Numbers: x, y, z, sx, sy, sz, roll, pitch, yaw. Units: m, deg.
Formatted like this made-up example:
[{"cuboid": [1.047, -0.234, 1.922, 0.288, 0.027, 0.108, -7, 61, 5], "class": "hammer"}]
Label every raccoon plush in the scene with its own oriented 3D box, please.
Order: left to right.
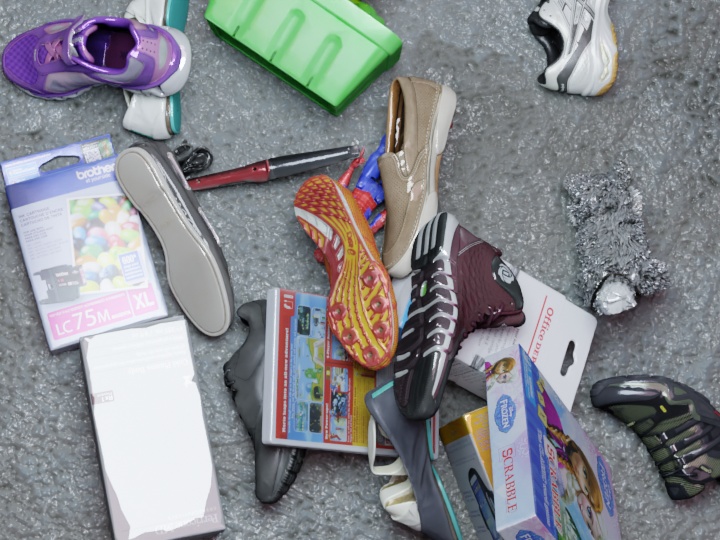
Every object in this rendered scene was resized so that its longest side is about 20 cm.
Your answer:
[{"cuboid": [0.252, -0.038, 1.325, 0.096, 0.200, 0.136, -14, 93, 2], "class": "raccoon plush"}]

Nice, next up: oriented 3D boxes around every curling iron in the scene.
[{"cuboid": [-0.099, -0.108, 1.339, 0.197, 0.026, 0.050, -3, 107, 4], "class": "curling iron"}]

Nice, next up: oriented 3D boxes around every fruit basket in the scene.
[{"cuboid": [-0.035, -0.285, 1.344, 0.213, 0.156, 0.218, 0, 90, -1], "class": "fruit basket"}]

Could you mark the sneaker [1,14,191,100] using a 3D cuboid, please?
[{"cuboid": [-0.266, -0.211, 1.300, 0.198, 0.088, 0.082, 2, 88, 20], "class": "sneaker"}]

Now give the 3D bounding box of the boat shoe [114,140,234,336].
[{"cuboid": [-0.167, -0.036, 1.311, 0.057, 0.066, 0.201, -33, 96, -56], "class": "boat shoe"}]

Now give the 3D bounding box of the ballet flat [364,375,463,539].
[{"cuboid": [0.045, 0.187, 1.267, 0.072, 0.073, 0.202, -22, 118, -13], "class": "ballet flat"}]

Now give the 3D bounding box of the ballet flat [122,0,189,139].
[{"cuboid": [-0.210, -0.230, 1.358, 0.069, 0.069, 0.202, 4, 79, -8], "class": "ballet flat"}]

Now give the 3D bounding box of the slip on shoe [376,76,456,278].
[{"cuboid": [0.042, -0.094, 1.309, 0.060, 0.076, 0.202, 20, 76, -22], "class": "slip on shoe"}]

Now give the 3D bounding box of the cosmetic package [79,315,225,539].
[{"cuboid": [-0.195, 0.157, 1.257, 0.106, 0.090, 0.202, -11, 76, -14], "class": "cosmetic package"}]

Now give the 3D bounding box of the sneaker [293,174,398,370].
[{"cuboid": [0.000, 0.000, 1.272, 0.073, 0.077, 0.202, -26, 64, 22], "class": "sneaker"}]

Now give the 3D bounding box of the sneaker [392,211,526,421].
[{"cuboid": [0.100, 0.052, 1.223, 0.115, 0.076, 0.202, 22, 62, -24], "class": "sneaker"}]

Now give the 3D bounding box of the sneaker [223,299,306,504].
[{"cuboid": [-0.090, 0.122, 1.297, 0.090, 0.076, 0.202, 4, 72, 3], "class": "sneaker"}]

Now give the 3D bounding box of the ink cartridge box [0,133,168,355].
[{"cuboid": [-0.270, -0.031, 1.313, 0.118, 0.042, 0.202, -16, 79, -12], "class": "ink cartridge box"}]

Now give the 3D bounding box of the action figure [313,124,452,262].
[{"cuboid": [0.015, -0.088, 1.367, 0.065, 0.052, 0.201, 37, 76, -4], "class": "action figure"}]

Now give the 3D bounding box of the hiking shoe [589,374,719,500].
[{"cuboid": [0.315, 0.172, 1.339, 0.198, 0.076, 0.102, 22, 72, -5], "class": "hiking shoe"}]

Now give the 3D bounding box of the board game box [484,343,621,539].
[{"cuboid": [0.179, 0.203, 1.220, 0.041, 0.200, 0.201, -24, 37, 21], "class": "board game box"}]

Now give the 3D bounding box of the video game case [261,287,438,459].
[{"cuboid": [-0.005, 0.101, 1.288, 0.198, 0.017, 0.145, 11, 74, -36], "class": "video game case"}]

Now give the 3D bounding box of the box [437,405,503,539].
[{"cuboid": [0.135, 0.231, 1.275, 0.041, 0.119, 0.202, -20, 82, -13], "class": "box"}]

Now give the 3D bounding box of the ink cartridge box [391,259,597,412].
[{"cuboid": [0.123, 0.055, 1.319, 0.199, 0.067, 0.117, 30, 66, -17], "class": "ink cartridge box"}]

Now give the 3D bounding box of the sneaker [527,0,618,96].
[{"cuboid": [0.219, -0.285, 1.428, 0.087, 0.076, 0.202, -1, 77, -9], "class": "sneaker"}]
